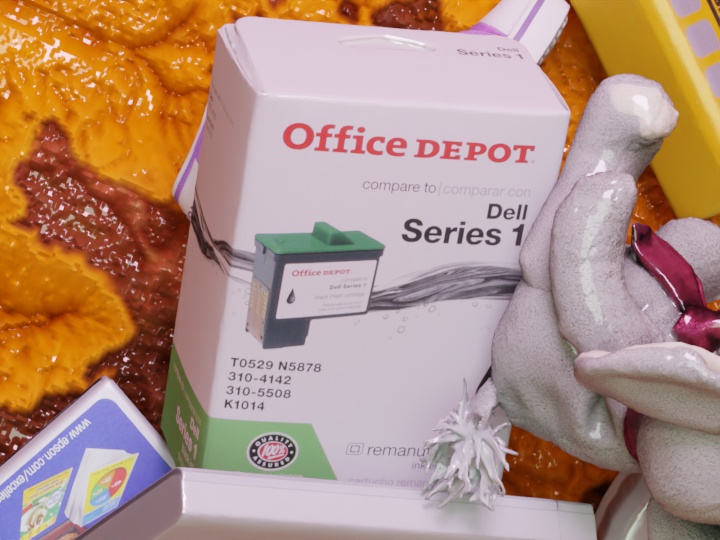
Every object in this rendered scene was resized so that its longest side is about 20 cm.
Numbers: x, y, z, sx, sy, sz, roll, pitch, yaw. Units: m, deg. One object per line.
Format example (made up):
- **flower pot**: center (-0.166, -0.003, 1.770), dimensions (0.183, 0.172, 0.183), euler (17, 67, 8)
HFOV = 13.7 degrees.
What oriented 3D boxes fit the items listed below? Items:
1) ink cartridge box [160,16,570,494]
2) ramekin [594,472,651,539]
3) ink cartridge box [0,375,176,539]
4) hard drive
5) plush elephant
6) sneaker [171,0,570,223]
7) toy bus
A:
- **ink cartridge box**: center (0.000, 0.000, 1.317), dimensions (0.145, 0.084, 0.201), euler (2, 115, -16)
- **ramekin**: center (0.194, 0.152, 1.363), dimensions (0.201, 0.094, 0.204), euler (0, 88, 12)
- **ink cartridge box**: center (-0.128, 0.188, 1.392), dimensions (0.197, 0.047, 0.200), euler (-40, 94, -5)
- **hard drive**: center (-0.014, 0.123, 1.323), dimensions (0.199, 0.132, 0.027), euler (6, 67, -26)
- **plush elephant**: center (0.137, 0.043, 1.260), dimensions (0.154, 0.165, 0.200), euler (24, 65, 31)
- **sneaker**: center (-0.002, -0.083, 1.384), dimensions (0.200, 0.073, 0.114), euler (-44, 90, -2)
- **toy bus**: center (0.143, -0.129, 1.380), dimensions (0.078, 0.065, 0.201), euler (-28, 93, -32)
